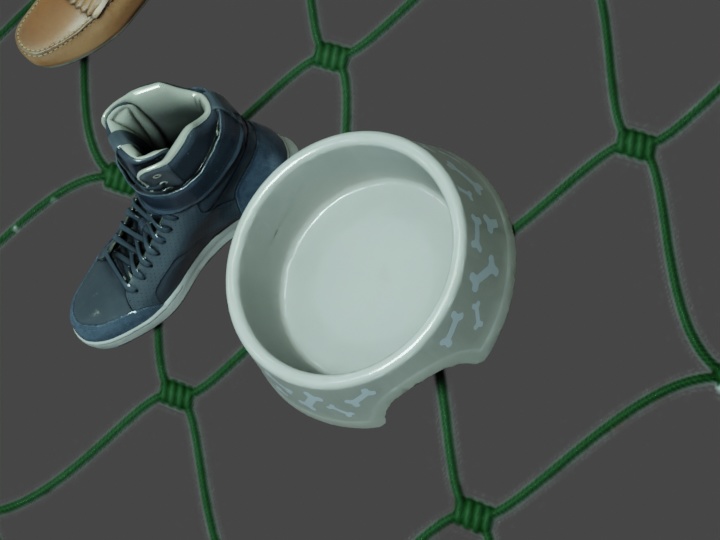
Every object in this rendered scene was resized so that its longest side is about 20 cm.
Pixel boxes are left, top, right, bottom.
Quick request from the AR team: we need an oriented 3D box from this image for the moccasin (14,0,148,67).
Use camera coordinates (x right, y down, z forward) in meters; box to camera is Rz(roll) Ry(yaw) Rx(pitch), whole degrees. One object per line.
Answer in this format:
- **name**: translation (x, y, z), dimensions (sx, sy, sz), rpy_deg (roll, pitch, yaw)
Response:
- **moccasin**: translation (-0.177, -0.229, 1.650), dimensions (0.201, 0.078, 0.074), rpy_deg (-39, 59, 10)

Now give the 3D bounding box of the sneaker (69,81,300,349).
- **sneaker**: translation (-0.150, -0.040, 1.529), dimensions (0.202, 0.146, 0.077), rpy_deg (-45, 59, 8)

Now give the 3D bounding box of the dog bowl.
- **dog bowl**: translation (0.000, 0.000, 1.485), dimensions (0.199, 0.059, 0.201), rpy_deg (-10, 67, 25)
